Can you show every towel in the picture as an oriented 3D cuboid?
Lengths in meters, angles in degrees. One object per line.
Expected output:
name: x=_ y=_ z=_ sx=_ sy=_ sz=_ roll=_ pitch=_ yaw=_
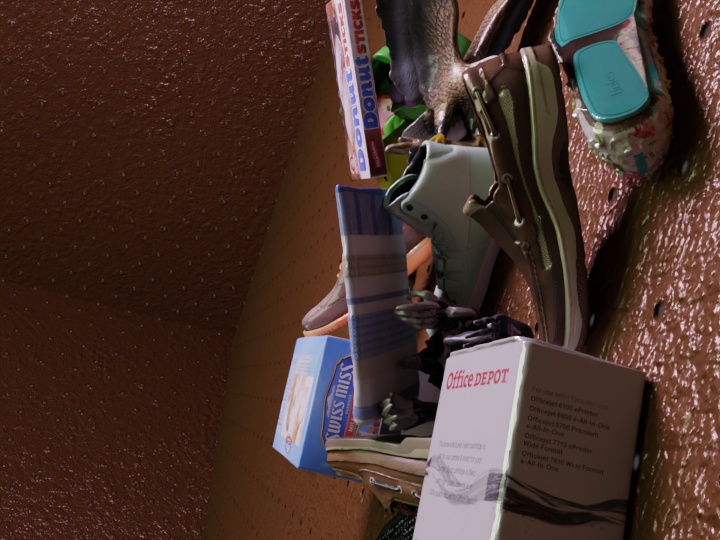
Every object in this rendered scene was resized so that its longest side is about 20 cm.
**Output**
towel: x=0.015 y=0.028 z=0.815 sx=0.147 sy=0.023 sz=0.203 roll=-9 pitch=-87 yaw=-69

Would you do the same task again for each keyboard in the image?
keyboard: x=0.033 y=0.262 z=0.860 sx=0.201 sy=0.039 sz=0.105 roll=118 pitch=163 yaw=-55

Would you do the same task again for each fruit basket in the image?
fruit basket: x=0.053 y=-0.166 z=1.079 sx=0.217 sy=0.154 sz=0.216 roll=-57 pitch=7 yaw=10

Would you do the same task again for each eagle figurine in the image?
eagle figurine: x=0.098 y=-0.203 z=0.887 sx=0.151 sy=0.149 sz=0.203 roll=8 pitch=-99 yaw=-65

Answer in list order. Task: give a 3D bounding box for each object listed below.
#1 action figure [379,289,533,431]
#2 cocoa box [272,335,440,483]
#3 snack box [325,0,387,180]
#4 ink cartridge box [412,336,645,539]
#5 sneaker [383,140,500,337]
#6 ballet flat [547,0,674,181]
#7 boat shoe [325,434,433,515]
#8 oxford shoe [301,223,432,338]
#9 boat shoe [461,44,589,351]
action figure: x=0.069 y=0.074 z=0.764 sx=0.200 sy=0.101 sz=0.121 roll=163 pitch=110 yaw=-76
cocoa box: x=-0.008 y=0.147 z=0.972 sx=0.200 sy=0.130 sz=0.135 roll=158 pitch=126 yaw=-77
snack box: x=-0.005 y=-0.204 z=1.030 sx=0.072 sy=0.024 sz=0.203 roll=-170 pitch=71 yaw=-72
ink cartridge box: x=0.093 y=0.154 z=0.571 sx=0.145 sy=0.083 sz=0.203 roll=145 pitch=138 yaw=-74
sneaker: x=0.067 y=-0.028 z=0.852 sx=0.074 sy=0.117 sz=0.202 roll=-99 pitch=25 yaw=-61
ballet flat: x=0.168 y=-0.136 z=0.619 sx=0.064 sy=0.075 sz=0.202 roll=55 pitch=-148 yaw=-40
boat shoe: x=0.032 y=0.173 z=0.776 sx=0.199 sy=0.071 sz=0.069 roll=-15 pitch=77 yaw=56
oxford shoe: x=0.000 y=0.000 z=1.048 sx=0.199 sy=0.073 sz=0.071 roll=-40 pitch=7 yaw=12
boat shoe: x=0.106 y=-0.044 z=0.625 sx=0.075 sy=0.074 sz=0.205 roll=-16 pitch=-82 yaw=-84
